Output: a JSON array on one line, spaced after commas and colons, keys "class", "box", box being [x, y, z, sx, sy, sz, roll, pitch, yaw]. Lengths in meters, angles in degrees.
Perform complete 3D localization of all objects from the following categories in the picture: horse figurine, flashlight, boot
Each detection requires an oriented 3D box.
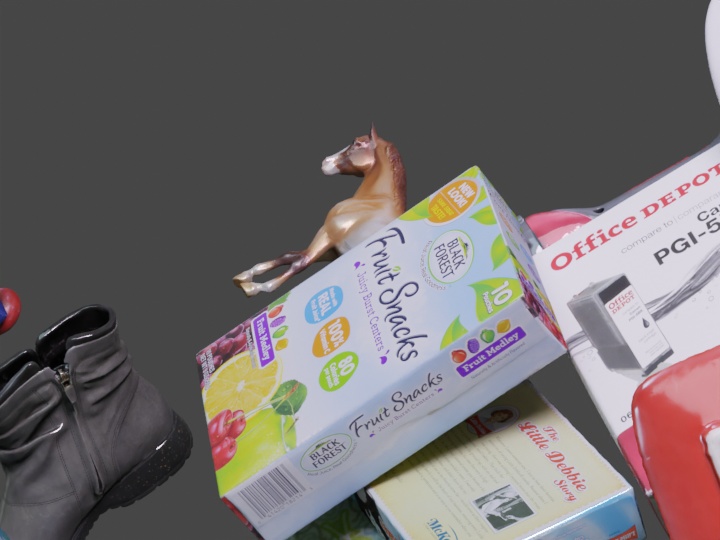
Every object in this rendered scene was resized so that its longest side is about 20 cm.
[{"class": "horse figurine", "box": [0.000, 0.000, 1.608, 0.132, 0.050, 0.200, -32, 36, -6]}, {"class": "flashlight", "box": [0.170, -0.037, 1.530, 0.200, 0.068, 0.068, -30, 57, -1]}, {"class": "boot", "box": [-0.204, 0.115, 1.573, 0.200, 0.131, 0.068, -43, 41, -10]}]

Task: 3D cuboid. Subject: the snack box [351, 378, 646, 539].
[{"class": "snack box", "box": [0.060, 0.110, 1.432, 0.116, 0.037, 0.200, -24, 29, -11]}]

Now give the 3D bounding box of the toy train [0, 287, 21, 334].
[{"class": "toy train", "box": [-0.320, 0.003, 1.803, 0.116, 0.085, 0.200, -46, 41, 7]}]

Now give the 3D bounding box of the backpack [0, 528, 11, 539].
[{"class": "backpack", "box": [-0.231, 0.210, 1.467, 0.153, 0.163, 0.201, -17, 78, 2]}]

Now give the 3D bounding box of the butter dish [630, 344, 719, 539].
[{"class": "butter dish", "box": [0.257, 0.114, 1.275, 0.200, 0.148, 0.200, -22, 83, 11]}]

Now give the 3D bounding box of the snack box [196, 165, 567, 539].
[{"class": "snack box", "box": [0.007, 0.046, 1.452, 0.200, 0.053, 0.142, -34, 32, 11]}]

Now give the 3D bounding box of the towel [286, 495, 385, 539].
[{"class": "towel", "box": [-0.015, 0.212, 1.423, 0.171, 0.048, 0.200, 20, 64, 42]}]

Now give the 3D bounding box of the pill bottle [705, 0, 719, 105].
[{"class": "pill bottle", "box": [0.296, -0.128, 1.404, 0.200, 0.111, 0.112, -16, 44, 31]}]

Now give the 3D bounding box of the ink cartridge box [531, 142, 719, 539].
[{"class": "ink cartridge box", "box": [0.192, 0.042, 1.421, 0.147, 0.083, 0.200, -32, 42, 5]}]
